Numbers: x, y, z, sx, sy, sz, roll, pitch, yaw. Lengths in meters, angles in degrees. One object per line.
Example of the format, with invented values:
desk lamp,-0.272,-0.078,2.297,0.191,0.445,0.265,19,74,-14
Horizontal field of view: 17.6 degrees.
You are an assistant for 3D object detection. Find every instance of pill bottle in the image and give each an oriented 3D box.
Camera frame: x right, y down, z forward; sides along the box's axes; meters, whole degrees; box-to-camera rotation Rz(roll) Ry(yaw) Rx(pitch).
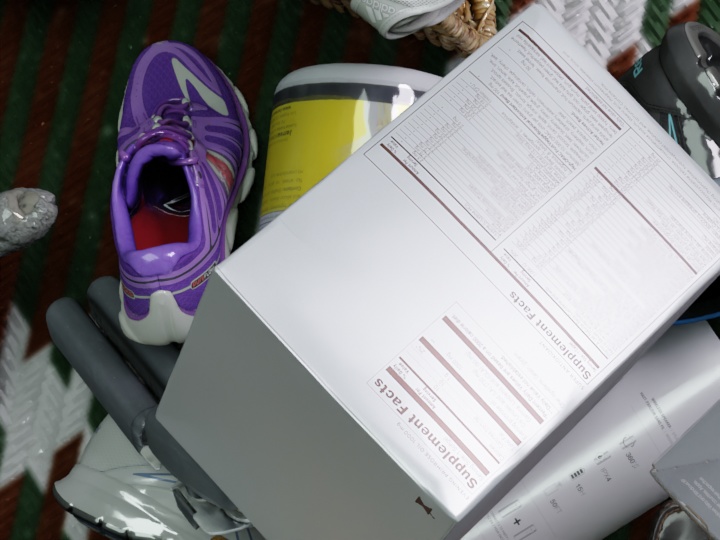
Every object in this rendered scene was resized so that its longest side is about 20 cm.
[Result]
pill bottle,0.000,0.000,1.222,0.111,0.112,0.201,4,81,12

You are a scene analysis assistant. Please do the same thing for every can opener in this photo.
can opener,-0.104,0.061,1.212,0.053,0.067,0.200,-28,48,-18

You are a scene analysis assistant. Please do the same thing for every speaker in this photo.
speaker,0.110,0.101,1.197,0.199,0.081,0.081,-33,75,3

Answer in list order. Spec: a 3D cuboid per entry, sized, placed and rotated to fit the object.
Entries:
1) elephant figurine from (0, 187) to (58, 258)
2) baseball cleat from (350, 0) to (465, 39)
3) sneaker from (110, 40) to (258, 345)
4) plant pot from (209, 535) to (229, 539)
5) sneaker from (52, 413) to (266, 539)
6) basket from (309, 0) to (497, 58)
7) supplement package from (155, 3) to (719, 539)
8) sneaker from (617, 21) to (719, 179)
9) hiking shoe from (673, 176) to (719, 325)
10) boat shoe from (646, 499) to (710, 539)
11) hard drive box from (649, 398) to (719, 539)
elephant figurine,-0.257,0.041,1.266,0.199,0.155,0.142,-25,112,-20
baseball cleat,-0.018,-0.160,1.076,0.199,0.070,0.107,-1,89,17
sneaker,-0.097,-0.056,1.242,0.080,0.084,0.201,-7,48,2
plant pot,-0.037,0.254,1.078,0.183,0.200,0.201,29,86,3
sneaker,-0.064,0.126,1.236,0.199,0.075,0.087,23,79,13
basket,0.013,-0.206,1.209,0.148,0.200,0.143,22,91,16
supplement package,0.037,0.026,1.050,0.147,0.191,0.200,46,65,8
sneaker,0.197,-0.029,1.220,0.079,0.075,0.201,-34,76,28
hiking shoe,0.135,-0.009,1.171,0.199,0.087,0.075,-13,101,44
boat shoe,0.181,0.211,1.167,0.074,0.073,0.201,-10,78,9
hard drive box,0.241,0.153,1.076,0.077,0.200,0.156,-43,46,1
